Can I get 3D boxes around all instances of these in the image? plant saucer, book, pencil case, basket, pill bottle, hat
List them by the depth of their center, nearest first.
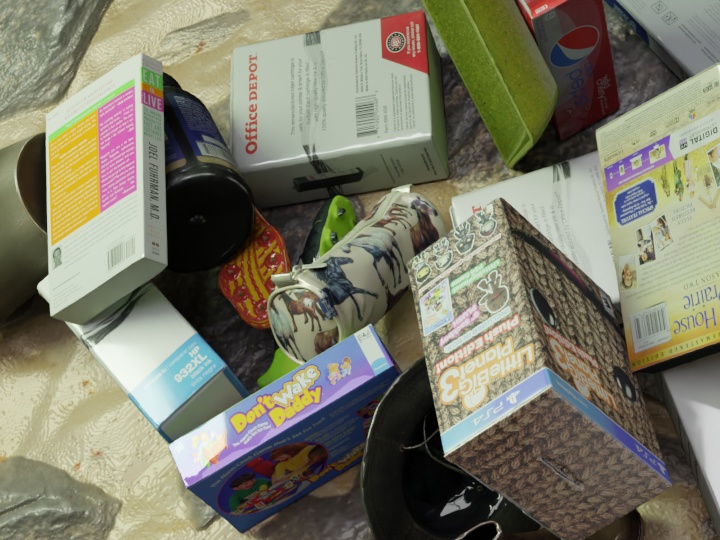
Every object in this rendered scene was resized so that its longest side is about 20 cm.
[{"bbox_3d":[0.067,0.162,1.243,0.202,0.200,0.081,-58,24,-14],"label":"hat"},{"bbox_3d":[-0.219,-0.072,1.278,0.133,0.048,0.203,-29,54,38],"label":"book"},{"bbox_3d":[0.000,0.000,1.308,0.077,0.091,0.200,6,32,34],"label":"pencil case"},{"bbox_3d":[0.116,-0.199,1.310,0.047,0.200,0.202,-27,88,-2],"label":"plant saucer"},{"bbox_3d":[-0.176,-0.099,1.364,0.111,0.112,0.201,-31,44,1],"label":"pill bottle"},{"bbox_3d":[-0.336,-0.041,1.402,0.199,0.135,0.183,-23,59,39],"label":"basket"}]

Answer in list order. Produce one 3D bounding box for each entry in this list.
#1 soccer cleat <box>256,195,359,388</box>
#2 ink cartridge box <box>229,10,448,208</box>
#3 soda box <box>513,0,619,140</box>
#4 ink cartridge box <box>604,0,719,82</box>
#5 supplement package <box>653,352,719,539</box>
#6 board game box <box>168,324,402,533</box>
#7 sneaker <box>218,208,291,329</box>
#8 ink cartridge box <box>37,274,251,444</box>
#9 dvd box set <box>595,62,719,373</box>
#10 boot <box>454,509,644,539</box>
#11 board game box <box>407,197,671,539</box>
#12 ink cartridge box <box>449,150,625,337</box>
[{"bbox_3d":[-0.050,0.022,1.372,0.080,0.067,0.203,-5,62,33],"label":"soccer cleat"},{"bbox_3d":[-0.021,-0.154,1.433,0.197,0.084,0.146,-8,63,12],"label":"ink cartridge box"},{"bbox_3d":[0.182,-0.203,1.325,0.069,0.200,0.064,-28,60,1],"label":"soda box"},{"bbox_3d":[0.359,-0.263,1.391,0.199,0.041,0.200,-35,60,-1],"label":"ink cartridge box"},{"bbox_3d":[0.312,0.115,1.176,0.120,0.120,0.202,-21,61,6],"label":"supplement package"},{"bbox_3d":[-0.049,0.139,1.271,0.198,0.135,0.045,-31,60,1],"label":"board game box"},{"bbox_3d":[-0.100,-0.014,1.382,0.072,0.077,0.201,-28,43,4],"label":"sneaker"},{"bbox_3d":[-0.184,0.078,1.337,0.084,0.145,0.200,-42,60,-7],"label":"ink cartridge box"},{"bbox_3d":[0.247,-0.036,1.119,0.146,0.029,0.203,-29,62,53],"label":"dvd box set"},{"bbox_3d":[0.130,0.229,1.150,0.199,0.167,0.073,-36,57,-2],"label":"boot"},{"bbox_3d":[0.132,0.075,1.123,0.096,0.159,0.202,-35,39,23],"label":"board game box"},{"bbox_3d":[0.193,-0.015,1.297,0.197,0.086,0.148,-18,61,11],"label":"ink cartridge box"}]
